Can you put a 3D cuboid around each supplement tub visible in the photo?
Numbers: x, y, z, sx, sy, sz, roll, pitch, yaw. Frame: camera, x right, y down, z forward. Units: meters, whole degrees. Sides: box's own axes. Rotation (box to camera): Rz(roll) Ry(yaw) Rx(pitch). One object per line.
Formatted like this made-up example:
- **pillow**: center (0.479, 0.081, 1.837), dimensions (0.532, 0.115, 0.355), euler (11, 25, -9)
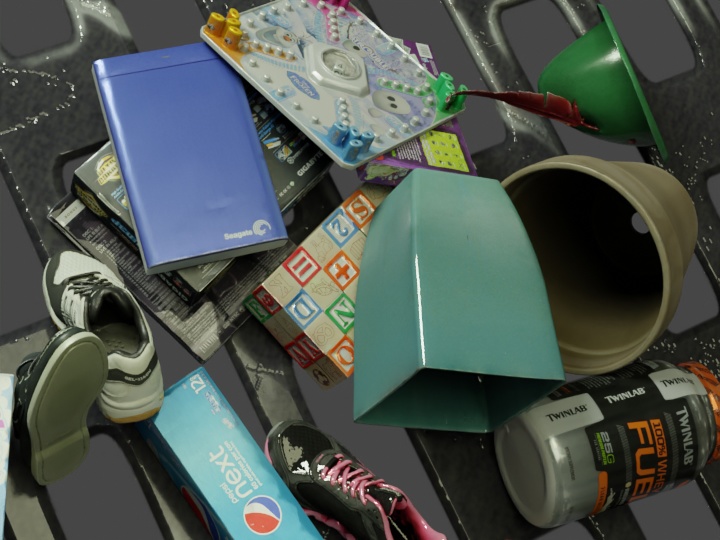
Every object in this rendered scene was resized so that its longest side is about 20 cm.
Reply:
- **supplement tub**: center (0.234, 0.154, 1.454), dimensions (0.198, 0.123, 0.124), euler (-14, 74, -20)

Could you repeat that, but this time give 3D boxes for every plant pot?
- **plant pot**: center (0.234, -0.024, 1.489), dimensions (0.201, 0.200, 0.173), euler (53, 39, 9)
- **plant pot**: center (0.076, 0.023, 1.397), dimensions (0.140, 0.141, 0.202), euler (7, 63, -24)

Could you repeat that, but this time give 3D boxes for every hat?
- **hat**: center (0.193, -0.162, 1.589), dimensions (0.175, 0.201, 0.166), euler (-24, 30, 9)

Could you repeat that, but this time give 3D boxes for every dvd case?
- **dvd case**: center (-0.169, -0.031, 1.472), dimensions (0.200, 0.016, 0.149), euler (43, 65, 2)

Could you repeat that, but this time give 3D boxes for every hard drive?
- **hard drive**: center (-0.155, -0.106, 1.427), dimensions (0.131, 0.025, 0.202), euler (-12, 74, -19)

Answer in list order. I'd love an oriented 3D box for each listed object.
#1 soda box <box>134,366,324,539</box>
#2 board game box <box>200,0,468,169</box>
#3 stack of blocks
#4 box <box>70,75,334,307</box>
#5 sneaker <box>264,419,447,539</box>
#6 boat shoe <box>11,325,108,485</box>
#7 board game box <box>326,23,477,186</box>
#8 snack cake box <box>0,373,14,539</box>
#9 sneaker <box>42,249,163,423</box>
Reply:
- **soda box**: center (-0.112, 0.189, 1.375), dimensions (0.068, 0.064, 0.201), euler (-32, 80, -24)
- **board game box**: center (-0.019, -0.195, 1.488), dimensions (0.200, 0.026, 0.199), euler (43, 41, 15)
- **stack of blocks**: center (0.000, 0.000, 1.475), dimensions (0.115, 0.059, 0.200), euler (46, 61, -4)
- **box**: center (-0.143, -0.091, 1.465), dimensions (0.159, 0.046, 0.200), euler (43, 66, 2)
- **sneaker**: center (0.002, 0.199, 1.382), dimensions (0.200, 0.095, 0.079), euler (44, 55, 4)
- **boat shoe**: center (-0.255, 0.099, 1.303), dimensions (0.074, 0.200, 0.066), euler (-29, 64, -27)
- **board game box**: center (0.034, -0.156, 1.520), dimensions (0.119, 0.032, 0.201), euler (12, 43, -28)
- **snack cake box**: center (-0.324, 0.194, 1.287), dimensions (0.066, 0.115, 0.202), euler (4, 69, -14)
- **sneaker**: center (-0.219, 0.035, 1.363), dimensions (0.075, 0.088, 0.200), euler (-19, 48, -23)
